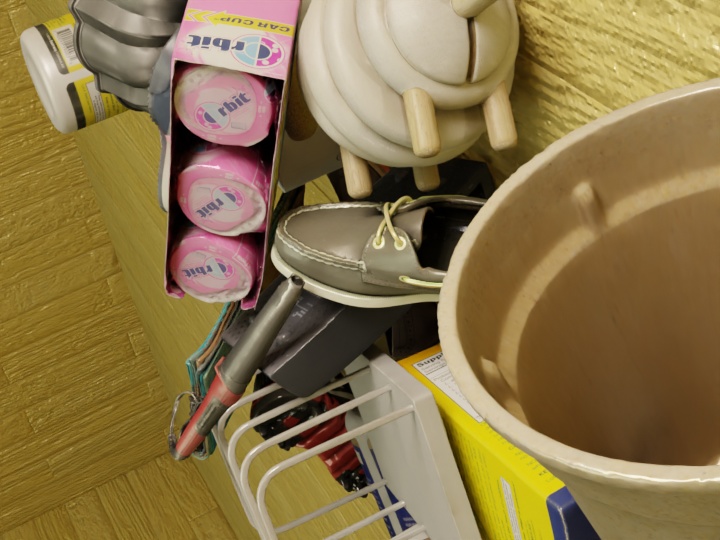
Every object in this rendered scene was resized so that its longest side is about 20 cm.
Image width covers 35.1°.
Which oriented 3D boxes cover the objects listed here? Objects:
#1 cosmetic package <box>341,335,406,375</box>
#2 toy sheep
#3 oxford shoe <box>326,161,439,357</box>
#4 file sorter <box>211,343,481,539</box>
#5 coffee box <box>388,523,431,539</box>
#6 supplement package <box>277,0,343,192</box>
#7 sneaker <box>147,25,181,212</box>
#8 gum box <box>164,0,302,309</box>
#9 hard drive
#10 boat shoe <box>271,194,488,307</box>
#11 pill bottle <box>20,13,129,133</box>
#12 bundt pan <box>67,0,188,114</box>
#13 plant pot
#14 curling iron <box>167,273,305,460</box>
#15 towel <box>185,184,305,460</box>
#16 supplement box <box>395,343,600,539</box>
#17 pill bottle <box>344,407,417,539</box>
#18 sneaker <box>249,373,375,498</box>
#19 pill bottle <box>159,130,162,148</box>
[{"bbox_3d":[0.000,0.053,1.060,0.105,0.071,0.201,53,159,35],"label":"cosmetic package"},{"bbox_3d":[0.029,-0.119,0.643,0.200,0.137,0.139,-22,93,59],"label":"toy sheep"},{"bbox_3d":[0.009,-0.024,0.922,0.201,0.072,0.071,60,163,19],"label":"oxford shoe"},{"bbox_3d":[-0.017,0.141,0.768,0.200,0.124,0.140,-149,38,-71],"label":"file sorter"},{"bbox_3d":[0.117,0.296,0.813,0.198,0.199,0.201,34,146,61],"label":"coffee box"},{"bbox_3d":[-0.044,-0.177,0.805,0.110,0.113,0.201,51,160,40],"label":"supplement package"},{"bbox_3d":[-0.103,-0.095,0.831,0.082,0.070,0.200,32,151,15],"label":"sneaker"},{"bbox_3d":[-0.082,-0.080,0.718,0.201,0.066,0.114,102,174,-46],"label":"gum box"},{"bbox_3d":[0.000,0.000,0.787,0.042,0.200,0.135,49,169,-22],"label":"hard drive"},{"bbox_3d":[0.041,-0.016,0.682,0.060,0.200,0.072,83,-161,-52],"label":"boat shoe"},{"bbox_3d":[-0.242,-0.229,1.189,0.113,0.199,0.113,55,160,31],"label":"pill bottle"},{"bbox_3d":[-0.119,-0.200,0.879,0.076,0.201,0.203,38,150,35],"label":"bundt pan"},{"bbox_3d":[0.153,0.057,0.436,0.200,0.200,0.184,43,164,53],"label":"plant pot"},{"bbox_3d":[-0.086,0.064,0.740,0.200,0.025,0.050,-53,32,44],"label":"curling iron"},{"bbox_3d":[-0.091,0.040,0.925,0.022,0.201,0.147,19,144,7],"label":"towel"},{"bbox_3d":[0.121,0.117,0.711,0.200,0.108,0.110,38,149,58],"label":"supplement box"},{"bbox_3d":[0.072,0.189,0.949,0.201,0.115,0.116,69,163,-10],"label":"pill bottle"},{"bbox_3d":[-0.023,0.132,1.017,0.200,0.071,0.098,38,-158,-36],"label":"sneaker"},{"bbox_3d":[-0.150,-0.156,1.159,0.114,0.113,0.200,60,163,19],"label":"pill bottle"}]
